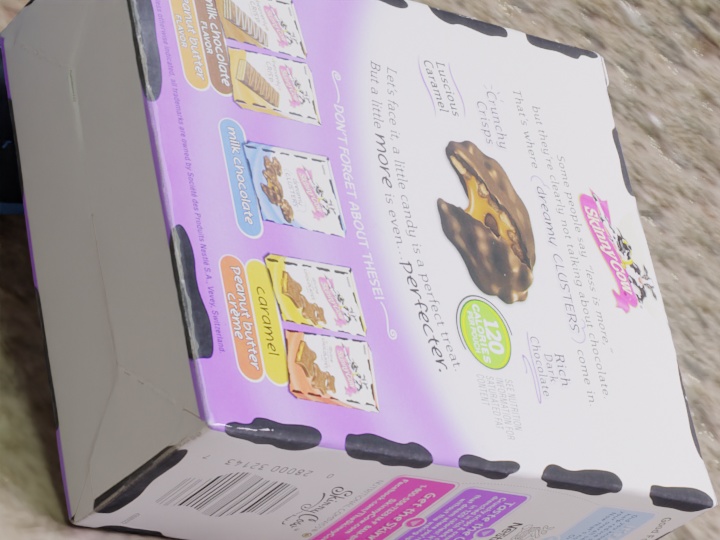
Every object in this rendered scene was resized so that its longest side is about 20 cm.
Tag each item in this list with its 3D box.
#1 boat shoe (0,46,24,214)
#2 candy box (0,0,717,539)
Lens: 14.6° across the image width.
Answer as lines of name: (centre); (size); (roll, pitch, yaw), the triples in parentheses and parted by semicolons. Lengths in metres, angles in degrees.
boat shoe: (-0.167, -0.083, 0.847); (0.199, 0.069, 0.084); (26, 29, -19)
candy box: (0.000, 0.000, 0.856); (0.199, 0.071, 0.169); (12, 54, -38)
